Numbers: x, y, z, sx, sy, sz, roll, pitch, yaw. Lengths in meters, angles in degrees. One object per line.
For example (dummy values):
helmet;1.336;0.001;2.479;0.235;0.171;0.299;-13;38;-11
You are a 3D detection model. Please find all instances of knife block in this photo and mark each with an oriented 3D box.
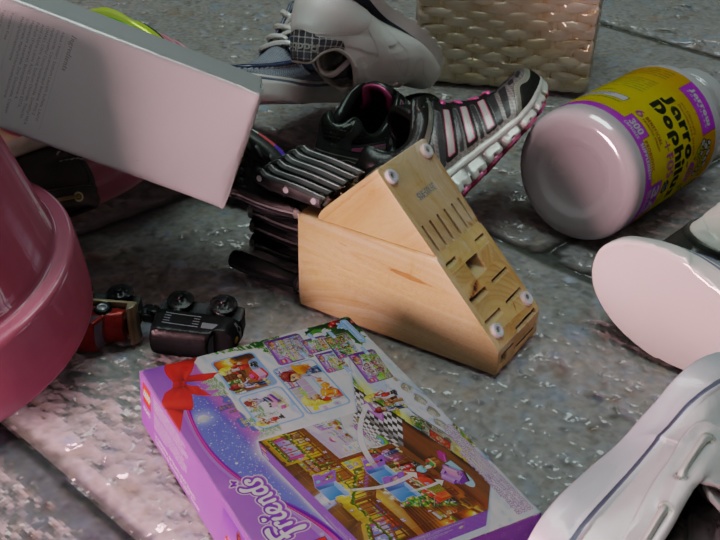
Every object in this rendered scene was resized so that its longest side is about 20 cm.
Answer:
knife block;0.000;0.000;0.778;0.201;0.175;0.064;55;43;-1

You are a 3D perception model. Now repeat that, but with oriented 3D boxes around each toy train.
toy train;-0.172;0.031;0.723;0.197;0.034;0.046;5;40;6

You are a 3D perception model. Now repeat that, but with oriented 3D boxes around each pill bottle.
pill bottle;0.221;-0.104;0.918;0.104;0.105;0.199;24;36;33

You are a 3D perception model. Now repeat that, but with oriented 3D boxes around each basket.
basket;0.158;-0.300;1.174;0.197;0.200;0.161;6;33;6

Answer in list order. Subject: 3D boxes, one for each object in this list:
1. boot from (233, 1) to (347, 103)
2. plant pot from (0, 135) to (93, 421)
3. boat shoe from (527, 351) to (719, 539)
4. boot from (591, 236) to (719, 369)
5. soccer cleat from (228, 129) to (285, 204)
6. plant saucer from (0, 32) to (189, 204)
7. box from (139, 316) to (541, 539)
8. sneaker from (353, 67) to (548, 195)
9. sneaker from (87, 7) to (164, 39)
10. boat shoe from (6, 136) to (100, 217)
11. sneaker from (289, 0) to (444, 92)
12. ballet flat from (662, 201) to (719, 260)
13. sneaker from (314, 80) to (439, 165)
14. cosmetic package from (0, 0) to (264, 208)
boot;-0.064;-0.192;1.000;0.072;0.092;0.200;3;10;24
plant pot;-0.264;-0.028;0.629;0.197;0.180;0.201;-3;41;3
boat shoe;0.159;0.113;0.575;0.065;0.074;0.199;29;49;32
boot;0.250;0.031;0.731;0.199;0.073;0.090;32;33;29
soccer cleat;-0.125;-0.108;0.942;0.198;0.069;0.073;19;29;31
plant saucer;-0.221;-0.130;0.907;0.198;0.051;0.202;-13;45;13
box;-0.019;0.101;0.601;0.135;0.040;0.200;-13;33;-26
sneaker;0.067;-0.106;0.875;0.087;0.074;0.200;44;63;2
sneaker;-0.221;-0.137;0.837;0.198;0.074;0.085;-3;66;23
boat shoe;-0.280;-0.034;0.788;0.199;0.061;0.072;-25;-6;-13
sneaker;0.003;-0.185;0.979;0.076;0.082;0.199;6;-8;36
ballet flat;0.294;-0.026;0.822;0.197;0.069;0.068;-5;30;-12
sneaker;0.024;-0.118;0.947;0.079;0.087;0.200;15;31;18
cosmetic package;-0.165;-0.118;0.734;0.198;0.082;0.113;21;12;-8
